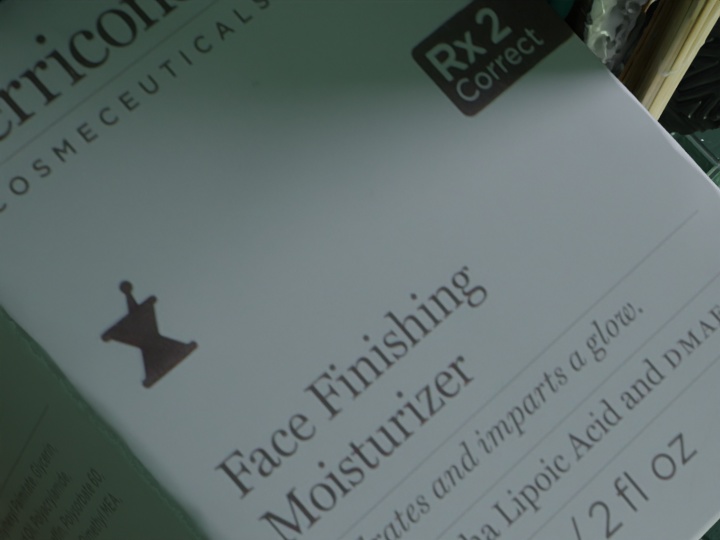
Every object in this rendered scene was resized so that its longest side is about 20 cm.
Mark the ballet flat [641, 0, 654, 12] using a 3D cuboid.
[{"bbox_3d":[0.082,-0.123,0.724,0.063,0.069,0.200,-8,149,-33],"label":"ballet flat"}]

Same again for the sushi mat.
[{"bbox_3d":[0.083,-0.063,0.676,0.200,0.012,0.096,111,0,-58],"label":"sushi mat"}]

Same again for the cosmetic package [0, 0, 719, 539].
[{"bbox_3d":[-0.019,0.023,0.640,0.165,0.200,0.165,-41,175,-27],"label":"cosmetic package"}]

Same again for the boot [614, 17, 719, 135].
[{"bbox_3d":[0.200,-0.152,1.012,0.164,0.066,0.201,-9,-142,40],"label":"boot"}]

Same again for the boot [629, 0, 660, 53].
[{"bbox_3d":[0.154,-0.167,0.908,0.200,0.069,0.174,-34,-171,34],"label":"boot"}]

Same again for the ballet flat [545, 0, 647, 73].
[{"bbox_3d":[0.055,-0.074,0.658,0.072,0.072,0.200,-42,170,-27],"label":"ballet flat"}]
